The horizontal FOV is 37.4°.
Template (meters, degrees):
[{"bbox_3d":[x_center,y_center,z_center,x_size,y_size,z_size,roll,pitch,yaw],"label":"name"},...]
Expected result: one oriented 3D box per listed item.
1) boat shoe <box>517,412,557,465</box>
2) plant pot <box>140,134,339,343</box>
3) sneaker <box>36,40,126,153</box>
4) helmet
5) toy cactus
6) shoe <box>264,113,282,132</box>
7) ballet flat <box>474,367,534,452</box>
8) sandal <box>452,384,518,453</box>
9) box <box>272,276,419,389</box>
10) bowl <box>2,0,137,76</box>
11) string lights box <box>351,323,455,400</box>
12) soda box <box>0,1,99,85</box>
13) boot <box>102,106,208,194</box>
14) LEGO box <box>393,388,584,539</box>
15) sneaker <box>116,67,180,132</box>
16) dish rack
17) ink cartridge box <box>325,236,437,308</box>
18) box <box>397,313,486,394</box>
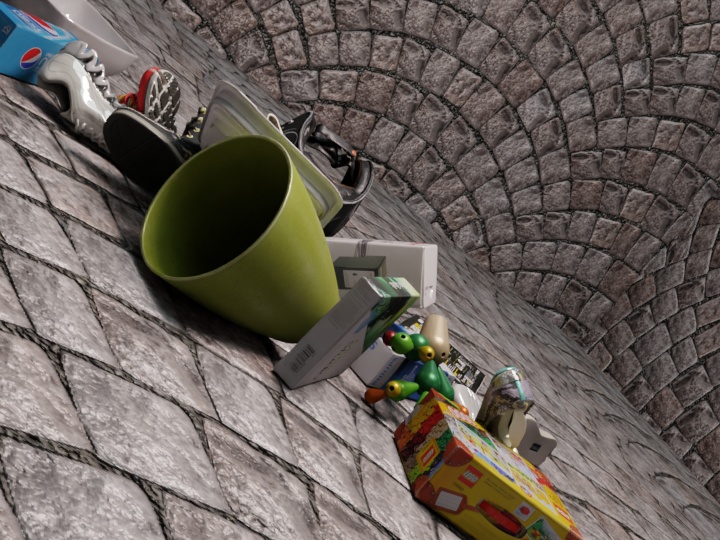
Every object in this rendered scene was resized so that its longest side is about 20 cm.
[{"bbox_3d":[0.233,0.244,1.654,0.093,0.075,0.200,39,-1,34],"label":"boat shoe"},{"bbox_3d":[-0.108,-0.012,1.169,0.200,0.187,0.187,51,-1,-44],"label":"plant pot"},{"bbox_3d":[-0.333,-0.190,1.357,0.201,0.075,0.081,53,50,-11],"label":"sneaker"},{"bbox_3d":[-0.093,-0.131,1.651,0.199,0.190,0.202,23,52,-33],"label":"helmet"},{"bbox_3d":[0.081,0.131,1.351,0.200,0.101,0.166,50,35,-31],"label":"toy cactus"},{"bbox_3d":[-0.108,-0.115,1.380,0.070,0.053,0.202,16,48,-54],"label":"shoe"},{"bbox_3d":[0.173,0.206,1.341,0.071,0.201,0.073,5,48,-6],"label":"ballet flat"},{"bbox_3d":[0.170,0.238,1.486,0.203,0.049,0.083,50,17,-35],"label":"sandal"},{"bbox_3d":[-0.010,0.068,1.221,0.036,0.144,0.200,47,11,10],"label":"box"},{"bbox_3d":[-0.464,-0.384,1.653,0.200,0.075,0.200,46,10,26],"label":"bowl"},{"bbox_3d":[0.045,0.118,1.471,0.103,0.059,0.200,47,11,31],"label":"string lights box"},{"bbox_3d":[-0.429,-0.289,1.388,0.064,0.068,0.200,43,10,12],"label":"soda box"},{"bbox_3d":[-0.231,-0.162,1.353,0.203,0.073,0.155,40,32,-28],"label":"boot"},{"bbox_3d":[0.144,0.248,1.229,0.199,0.077,0.149,38,10,-19],"label":"LEGO box"},{"bbox_3d":[-0.297,-0.213,1.432,0.084,0.077,0.200,31,-26,0],"label":"sneaker"},{"bbox_3d":[-0.117,-0.118,1.255,0.200,0.044,0.172,44,-21,-3],"label":"dish rack"},{"bbox_3d":[0.000,0.000,1.447,0.197,0.085,0.145,4,3,10],"label":"ink cartridge box"},{"bbox_3d":[0.119,0.145,1.681,0.159,0.049,0.200,40,9,7],"label":"box"}]
